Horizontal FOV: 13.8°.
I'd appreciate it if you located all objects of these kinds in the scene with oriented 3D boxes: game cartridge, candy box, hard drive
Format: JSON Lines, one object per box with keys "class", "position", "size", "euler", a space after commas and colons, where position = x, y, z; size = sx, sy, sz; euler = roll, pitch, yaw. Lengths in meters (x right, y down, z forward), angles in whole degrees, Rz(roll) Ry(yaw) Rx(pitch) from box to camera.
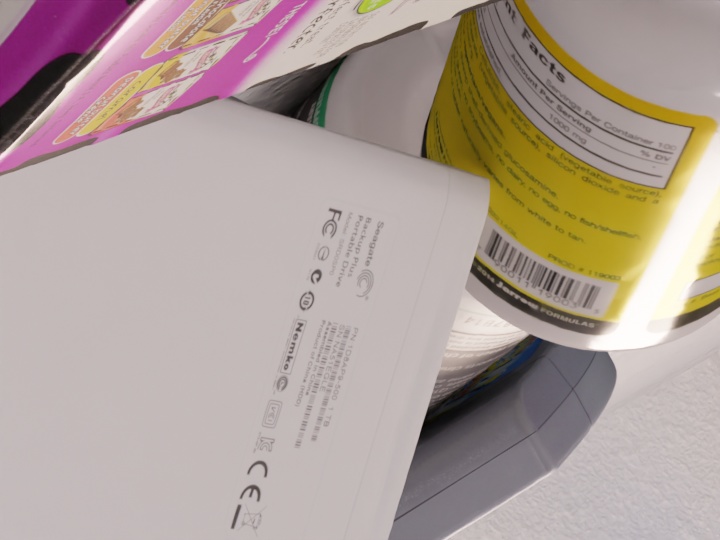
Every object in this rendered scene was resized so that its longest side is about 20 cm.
{"class": "game cartridge", "position": [0.035, 0.065, 1.139], "size": [0.133, 0.041, 0.200], "euler": [-30, -175, 11]}
{"class": "candy box", "position": [0.001, -0.099, 0.662], "size": [0.200, 0.061, 0.136], "euler": [-22, 167, -46]}
{"class": "hard drive", "position": [-0.053, 0.019, 0.782], "size": [0.199, 0.027, 0.133], "euler": [14, 95, -48]}

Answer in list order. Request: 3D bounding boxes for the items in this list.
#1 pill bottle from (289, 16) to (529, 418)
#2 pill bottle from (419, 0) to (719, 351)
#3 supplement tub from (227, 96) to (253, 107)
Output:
{"class": "pill bottle", "position": [0.000, 0.000, 1.062], "size": [0.113, 0.113, 0.200], "euler": [-26, 169, -36]}
{"class": "pill bottle", "position": [0.086, -0.070, 0.841], "size": [0.112, 0.113, 0.200], "euler": [-28, 159, -24]}
{"class": "supplement tub", "position": [-0.102, 0.032, 0.847], "size": [0.199, 0.123, 0.123], "euler": [-25, 170, -38]}
